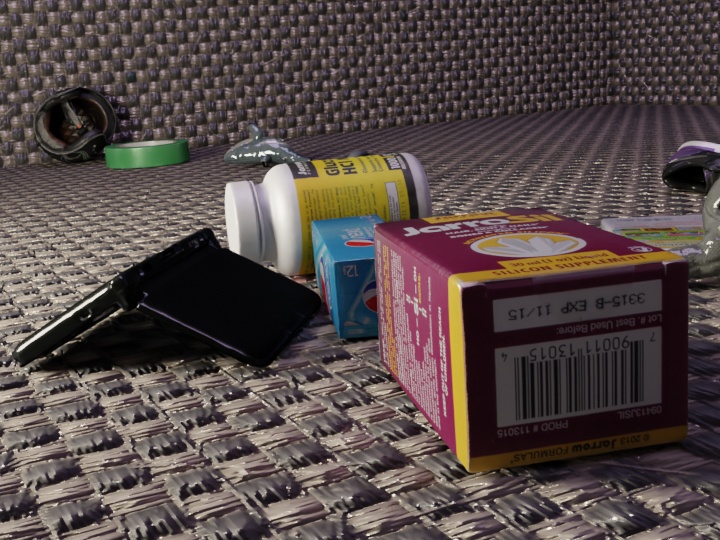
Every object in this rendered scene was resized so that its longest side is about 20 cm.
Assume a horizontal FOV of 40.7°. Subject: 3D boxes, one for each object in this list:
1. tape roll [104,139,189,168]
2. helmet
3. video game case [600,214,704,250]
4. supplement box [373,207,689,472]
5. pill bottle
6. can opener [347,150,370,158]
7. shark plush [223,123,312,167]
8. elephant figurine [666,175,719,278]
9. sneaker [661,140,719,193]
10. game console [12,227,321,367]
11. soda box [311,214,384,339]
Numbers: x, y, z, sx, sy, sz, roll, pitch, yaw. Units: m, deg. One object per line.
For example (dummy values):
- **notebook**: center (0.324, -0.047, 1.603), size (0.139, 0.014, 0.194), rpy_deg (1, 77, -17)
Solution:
- **tape roll**: center (-0.508, -0.280, 2.317), size (0.197, 0.049, 0.201), rpy_deg (-3, 12, 1)
- **helmet**: center (-0.726, -0.370, 2.466), size (0.196, 0.204, 0.191), rpy_deg (-3, 7, 2)
- **video game case**: center (0.353, -0.031, 0.976), size (0.196, 0.023, 0.182), rpy_deg (-1, 12, 7)
- **supplement box**: center (0.092, 0.029, 0.584), size (0.129, 0.105, 0.200), rpy_deg (-7, 12, -12)
- **pill bottle**: center (-0.034, -0.056, 0.989), size (0.197, 0.114, 0.112), rpy_deg (-7, 12, -15)
- **can opener**: center (-0.031, -0.142, 1.516), size (0.052, 0.068, 0.200), rpy_deg (1, 18, 16)
- **shark plush**: center (-0.191, -0.236, 2.075), size (0.198, 0.092, 0.083), rpy_deg (23, 41, 18)
- **elephant figurine**: center (0.363, -0.064, 0.836), size (0.197, 0.144, 0.155), rpy_deg (8, 22, 30)
- **sneaker**: center (0.508, -0.130, 1.314), size (0.198, 0.077, 0.087), rpy_deg (3, 28, 43)
- **game console**: center (-0.149, 0.044, 0.793), size (0.175, 0.117, 0.200), rpy_deg (-32, 5, 15)
- **soda box**: center (0.000, 0.000, 0.839), size (0.067, 0.065, 0.200), rpy_deg (-6, 12, -7)
